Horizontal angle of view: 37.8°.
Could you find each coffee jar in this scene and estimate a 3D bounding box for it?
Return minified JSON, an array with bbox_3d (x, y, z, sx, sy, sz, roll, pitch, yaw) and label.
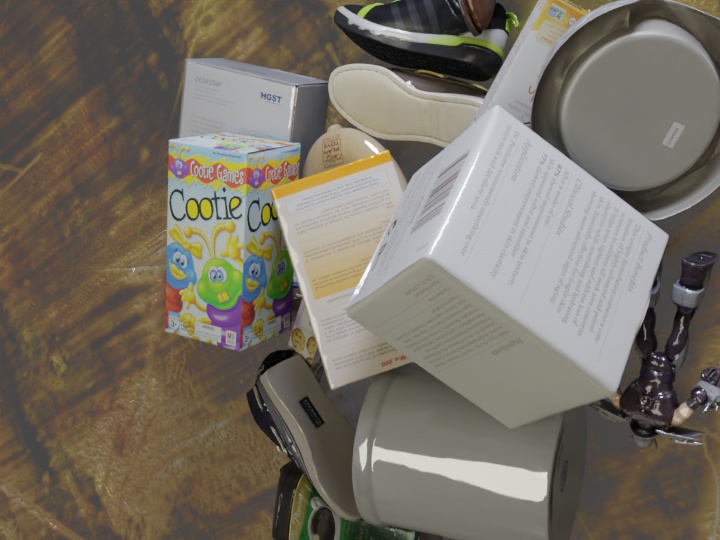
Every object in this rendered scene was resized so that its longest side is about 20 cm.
[{"bbox_3d":[-0.007,0.286,1.193,0.197,0.085,0.107,14,101,26],"label":"coffee jar"}]

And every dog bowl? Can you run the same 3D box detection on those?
[{"bbox_3d":[0.244,-0.145,0.929,0.196,0.059,0.204,0,118,0],"label":"dog bowl"}]

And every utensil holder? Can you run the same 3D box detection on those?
[{"bbox_3d":[0.114,0.188,1.056,0.196,0.169,0.174,7,103,24],"label":"utensil holder"}]

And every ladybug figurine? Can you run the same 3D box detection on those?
[{"bbox_3d":[0.006,-0.059,1.124,0.134,0.072,0.204,-12,94,32],"label":"ladybug figurine"}]

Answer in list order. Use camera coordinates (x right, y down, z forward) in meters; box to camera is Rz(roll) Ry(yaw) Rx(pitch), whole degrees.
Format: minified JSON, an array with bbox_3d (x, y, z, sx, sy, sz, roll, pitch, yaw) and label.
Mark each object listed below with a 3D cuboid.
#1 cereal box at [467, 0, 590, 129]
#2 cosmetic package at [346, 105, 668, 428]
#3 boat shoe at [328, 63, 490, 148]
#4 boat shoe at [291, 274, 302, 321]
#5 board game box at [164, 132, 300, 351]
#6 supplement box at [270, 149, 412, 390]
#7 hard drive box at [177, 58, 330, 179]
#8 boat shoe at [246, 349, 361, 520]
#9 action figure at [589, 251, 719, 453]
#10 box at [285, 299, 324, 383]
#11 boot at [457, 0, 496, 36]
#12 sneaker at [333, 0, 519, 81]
[{"bbox_3d":[0.185,-0.138,0.988,0.142,0.040,0.202,24,114,-10],"label":"cereal box"},{"bbox_3d":[0.127,0.005,0.919,0.199,0.169,0.166,35,151,-11],"label":"cosmetic package"},{"bbox_3d":[0.060,-0.172,1.078,0.197,0.059,0.073,18,119,27],"label":"boat shoe"},{"bbox_3d":[-0.143,0.042,1.223,0.197,0.072,0.074,-9,80,31],"label":"boat shoe"},{"bbox_3d":[-0.135,-0.034,1.104,0.103,0.103,0.204,11,106,27],"label":"board game box"},{"bbox_3d":[0.000,0.000,1.031,0.124,0.074,0.204,-17,89,-1],"label":"supplement box"},{"bbox_3d":[-0.127,-0.125,1.186,0.154,0.076,0.204,18,109,26],"label":"hard drive box"},{"bbox_3d":[-0.056,0.190,1.169,0.202,0.074,0.093,61,149,11],"label":"boat shoe"},{"bbox_3d":[0.286,0.082,0.997,0.128,0.069,0.204,12,109,20],"label":"action figure"},{"bbox_3d":[-0.051,0.070,1.158,0.041,0.039,0.201,40,141,16],"label":"box"},{"bbox_3d":[0.183,-0.318,0.955,0.196,0.064,0.191,-4,79,27],"label":"boot"},{"bbox_3d":[0.069,-0.251,1.066,0.197,0.072,0.084,20,85,24],"label":"sneaker"}]
